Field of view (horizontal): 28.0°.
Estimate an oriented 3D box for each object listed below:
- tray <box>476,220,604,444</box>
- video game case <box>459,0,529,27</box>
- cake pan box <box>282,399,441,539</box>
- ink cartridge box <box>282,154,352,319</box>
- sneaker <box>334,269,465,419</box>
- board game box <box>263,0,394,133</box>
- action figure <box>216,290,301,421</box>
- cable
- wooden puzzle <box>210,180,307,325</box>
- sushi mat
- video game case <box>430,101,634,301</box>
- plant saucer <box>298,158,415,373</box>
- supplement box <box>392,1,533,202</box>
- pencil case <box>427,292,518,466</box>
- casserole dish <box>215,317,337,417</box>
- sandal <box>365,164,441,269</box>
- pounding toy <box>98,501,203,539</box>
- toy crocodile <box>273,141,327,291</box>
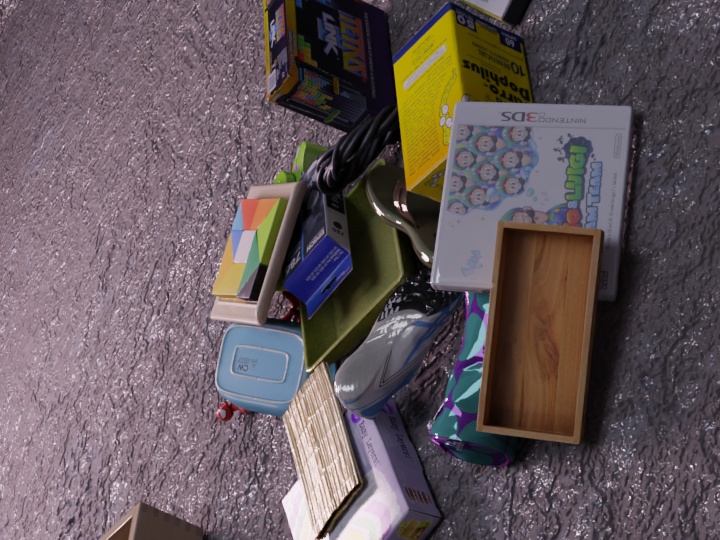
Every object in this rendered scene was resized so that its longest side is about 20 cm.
[{"bbox_3d":[0.170,0.058,1.362,0.098,0.037,0.200,6,88,16],"label":"tray"},{"bbox_3d":[0.177,-0.403,1.708,0.200,0.025,0.181,-64,31,11],"label":"video game case"},{"bbox_3d":[-0.004,0.261,1.594,0.184,0.052,0.200,-52,34,23],"label":"cake pan box"},{"bbox_3d":[-0.057,-0.043,1.764,0.099,0.039,0.200,-49,31,30],"label":"ink cartridge box"},{"bbox_3d":[0.050,0.076,1.581,0.200,0.072,0.072,-49,49,-8],"label":"sneaker"},{"bbox_3d":[-0.041,-0.277,1.845,0.057,0.165,0.200,-43,41,41],"label":"board game box"},{"bbox_3d":[-0.134,0.120,1.887,0.200,0.052,0.065,-59,37,21],"label":"action figure"},{"bbox_3d":[0.023,-0.157,1.705,0.163,0.051,0.200,-34,3,34],"label":"cable"},{"bbox_3d":[-0.137,-0.024,1.827,0.200,0.037,0.185,-2,70,67],"label":"wooden puzzle"},{"bbox_3d":[-0.044,0.201,1.634,0.096,0.012,0.200,-55,32,27],"label":"sushi mat"},{"bbox_3d":[0.171,-0.071,1.426,0.182,0.024,0.200,4,72,16],"label":"video game case"},{"bbox_3d":[0.000,0.000,1.733,0.200,0.048,0.200,-47,35,35],"label":"plant saucer"},{"bbox_3d":[0.117,-0.176,1.593,0.109,0.109,0.200,-41,42,40],"label":"supplement box"},{"bbox_3d":[0.127,0.090,1.444,0.085,0.092,0.200,55,-132,-72],"label":"pencil case"},{"bbox_3d":[-0.114,0.119,1.808,0.200,0.039,0.121,7,83,42],"label":"casserole dish"},{"bbox_3d":[0.075,-0.069,1.623,0.201,0.080,0.057,50,145,46],"label":"sandal"},{"bbox_3d":[-0.287,0.450,1.881,0.184,0.142,0.200,-44,29,36],"label":"pounding toy"},{"bbox_3d":[-0.085,-0.070,1.895,0.062,0.067,0.200,23,95,59],"label":"toy crocodile"}]
